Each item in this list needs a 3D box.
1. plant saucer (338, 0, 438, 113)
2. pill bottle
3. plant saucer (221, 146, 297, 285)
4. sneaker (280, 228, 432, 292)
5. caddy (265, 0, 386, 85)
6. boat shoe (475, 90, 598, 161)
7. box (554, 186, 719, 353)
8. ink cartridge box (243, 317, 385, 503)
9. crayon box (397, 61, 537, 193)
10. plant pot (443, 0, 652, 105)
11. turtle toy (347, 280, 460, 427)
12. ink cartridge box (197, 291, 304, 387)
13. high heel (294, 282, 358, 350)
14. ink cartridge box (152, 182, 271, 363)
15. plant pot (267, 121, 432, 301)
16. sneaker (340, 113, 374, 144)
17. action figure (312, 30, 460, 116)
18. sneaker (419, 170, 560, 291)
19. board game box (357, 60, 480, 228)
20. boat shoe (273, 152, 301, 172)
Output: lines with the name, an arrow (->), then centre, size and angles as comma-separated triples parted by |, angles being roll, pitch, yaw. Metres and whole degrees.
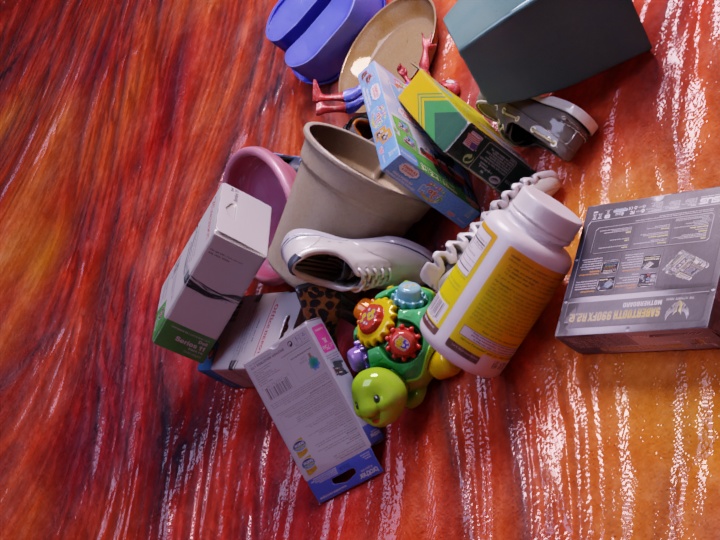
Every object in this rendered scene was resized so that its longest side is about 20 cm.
plant saucer -> 0.048, -0.310, 1.945 | 0.200, 0.035, 0.201 | -32, 43, 35
pill bottle -> 0.158, 0.010, 1.466 | 0.201, 0.109, 0.109 | -58, 33, 15
plant saucer -> -0.129, -0.080, 1.911 | 0.200, 0.051, 0.202 | 24, 120, 49
sneaker -> 0.000, 0.000, 1.634 | 0.071, 0.199, 0.073 | -101, 19, -54
caddy -> -0.050, -0.385, 2.073 | 0.200, 0.105, 0.142 | -46, 58, 18
boat shoe -> 0.200, -0.181, 1.616 | 0.060, 0.072, 0.201 | -56, 37, -5
box -> 0.303, 0.002, 1.359 | 0.200, 0.048, 0.159 | -9, 58, 50
ink cartridge box -> -0.050, 0.172, 1.625 | 0.119, 0.042, 0.201 | -33, 81, 34
crayon box -> 0.125, -0.176, 1.660 | 0.051, 0.127, 0.200 | -50, 33, 13
plant pot -> 0.209, -0.296, 1.569 | 0.199, 0.142, 0.142 | -28, 36, 8
turtle toy -> 0.041, 0.096, 1.577 | 0.145, 0.101, 0.201 | -24, 47, 41
ink cartridge box -> -0.128, 0.096, 1.825 | 0.200, 0.068, 0.117 | -6, 59, 51
high heel -> -0.073, 0.109, 1.677 | 0.200, 0.142, 0.071 | -54, 34, 7
ink cartridge box -> -0.203, 0.002, 1.830 | 0.200, 0.083, 0.147 | -57, 17, 27
plant pot -> -0.025, -0.063, 1.730 | 0.184, 0.200, 0.201 | -61, 32, 17
sneaker -> -0.001, -0.189, 1.877 | 0.200, 0.079, 0.074 | -4, 63, 52
action figure -> 0.037, -0.267, 1.824 | 0.199, 0.065, 0.100 | 0, 72, 5
sneaker -> 0.165, -0.035, 1.559 | 0.200, 0.075, 0.081 | -43, 77, 0
board game box -> 0.073, -0.162, 1.694 | 0.037, 0.151, 0.201 | -41, 38, 23
boat shoe -> -0.090, -0.126, 1.950 | 0.200, 0.069, 0.084 | 16, 77, 55
